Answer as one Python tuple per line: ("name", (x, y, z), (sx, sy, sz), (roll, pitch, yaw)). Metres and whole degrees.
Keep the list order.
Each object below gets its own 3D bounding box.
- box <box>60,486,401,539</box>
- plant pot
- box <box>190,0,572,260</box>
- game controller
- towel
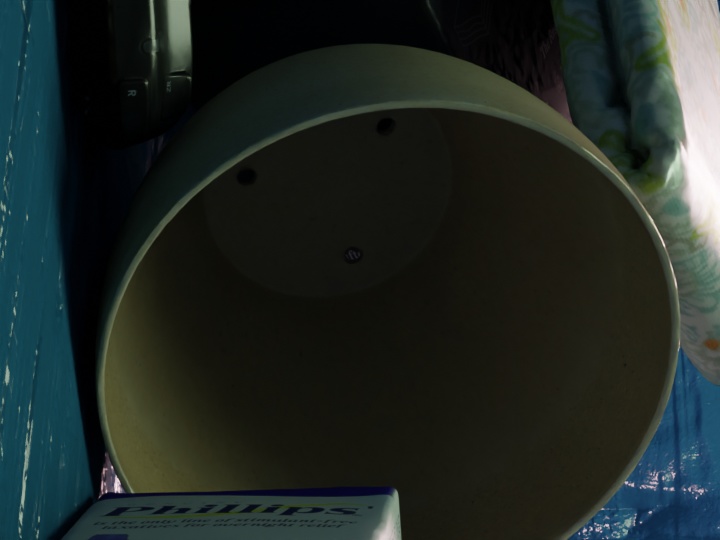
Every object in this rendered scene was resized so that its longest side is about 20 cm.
("box", (-0.040, 0.172, 0.889), (0.200, 0.104, 0.185), (-48, 135, -83))
("plant pot", (0.000, 0.000, 1.030), (0.135, 0.199, 0.201), (-109, -168, -58))
("box", (0.025, -0.096, 1.181), (0.201, 0.117, 0.197), (65, 29, -26))
("game controller", (-0.083, -0.143, 0.983), (0.104, 0.042, 0.201), (-142, -132, -77))
("towel", (0.111, -0.075, 1.125), (0.171, 0.048, 0.201), (49, 28, -56))
